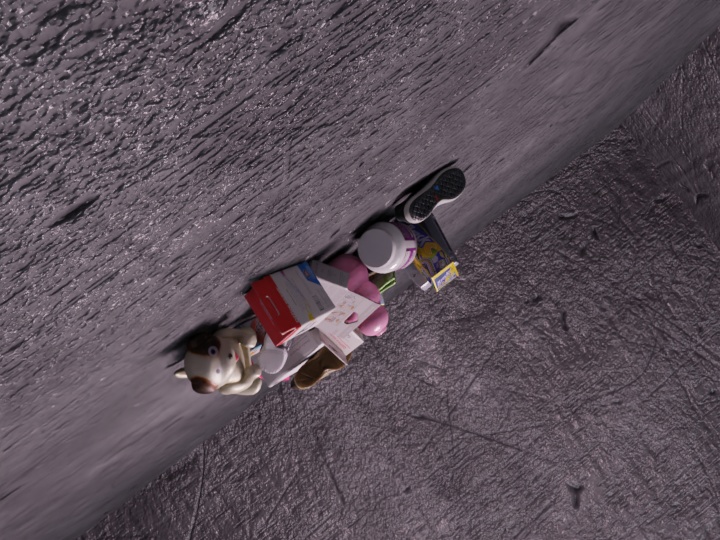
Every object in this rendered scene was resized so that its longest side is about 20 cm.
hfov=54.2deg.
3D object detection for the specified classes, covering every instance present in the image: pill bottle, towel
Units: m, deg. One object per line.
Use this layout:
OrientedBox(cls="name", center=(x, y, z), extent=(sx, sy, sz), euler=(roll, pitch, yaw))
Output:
OrientedBox(cls="pill bottle", center=(0.059, -0.053, 1.599), extent=(0.111, 0.114, 0.199), euler=(-38, 172, 15))
OrientedBox(cls="towel", center=(0.037, 0.011, 1.820), extent=(0.148, 0.031, 0.202), euler=(-40, -155, 23))

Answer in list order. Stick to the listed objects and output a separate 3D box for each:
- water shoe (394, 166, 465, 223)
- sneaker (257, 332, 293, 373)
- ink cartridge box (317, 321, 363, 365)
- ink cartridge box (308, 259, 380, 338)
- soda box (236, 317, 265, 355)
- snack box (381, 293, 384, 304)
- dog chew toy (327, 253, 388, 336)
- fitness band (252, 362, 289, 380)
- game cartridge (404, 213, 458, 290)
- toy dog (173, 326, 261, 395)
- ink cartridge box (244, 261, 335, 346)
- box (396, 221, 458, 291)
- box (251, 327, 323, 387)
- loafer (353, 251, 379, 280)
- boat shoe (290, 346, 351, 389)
OrientedBox(cls="water shoe", center=(0.153, -0.173, 1.567), extent=(0.198, 0.073, 0.078), euler=(-34, -159, -31))
OrientedBox(cls="sneaker", center=(-0.166, 0.115, 1.534), extent=(0.114, 0.074, 0.204), euler=(-94, -152, -73))
OrientedBox(cls="ink cartridge box", center=(-0.053, 0.132, 1.813), extent=(0.067, 0.116, 0.202), euler=(-36, -149, 18))
OrientedBox(cls="ink cartridge box", center=(-0.070, 0.068, 1.554), extent=(0.200, 0.172, 0.046), euler=(-45, -151, 51))
OrientedBox(cls="soda box", center=(-0.227, 0.144, 1.645), extent=(0.068, 0.064, 0.199), euler=(-40, 173, 30))
OrientedBox(cls="snack box", center=(-0.023, 0.098, 2.060), extent=(0.164, 0.070, 0.200), euler=(-15, 173, -6))
OrientedBox(cls="dog chew toy", center=(-0.009, 0.063, 1.624), extent=(0.124, 0.202, 0.125), euler=(-38, 177, -3))
OrientedBox(cls="fitness band", center=(-0.289, 0.282, 1.953), extent=(0.197, 0.039, 0.142), euler=(19, 154, -40))
OrientedBox(cls="game cartridge", center=(0.160, -0.053, 1.800), extent=(0.133, 0.203, 0.041), euler=(-41, 138, 22))
OrientedBox(cls="toy dog", center=(-0.288, 0.177, 1.398), extent=(0.187, 0.144, 0.200), euler=(1, 172, -1))
OrientedBox(cls="ink cartridge box", center=(-0.144, 0.066, 1.359), extent=(0.067, 0.118, 0.199), euler=(-38, 172, 29))
OrientedBox(cls="box", center=(0.152, -0.048, 1.721), extent=(0.069, 0.201, 0.065), euler=(-35, 142, -4))
OrientedBox(cls="box", center=(-0.171, 0.182, 1.876), extent=(0.199, 0.132, 0.198), euler=(-39, 173, 21))
OrientedBox(cls="loafer", center=(0.000, 0.000, 1.769), extent=(0.196, 0.078, 0.067), euler=(-28, 158, 15))
OrientedBox(cls="boat shoe", center=(-0.105, 0.243, 1.812), extent=(0.198, 0.075, 0.064), euler=(-26, 179, -41))
